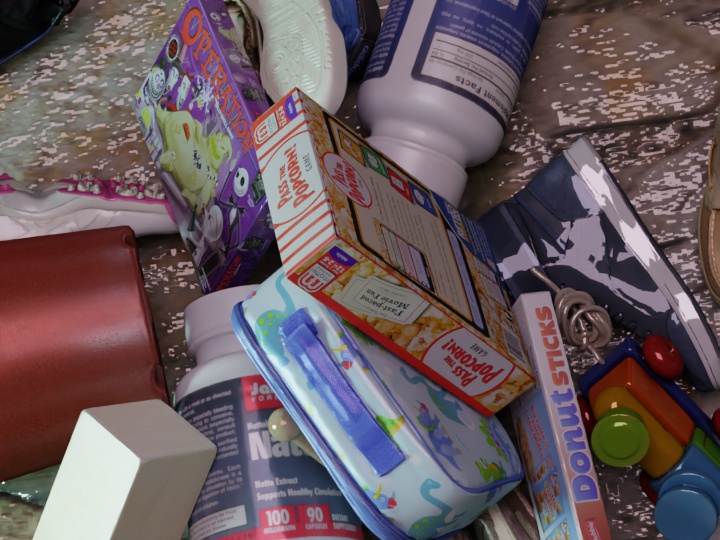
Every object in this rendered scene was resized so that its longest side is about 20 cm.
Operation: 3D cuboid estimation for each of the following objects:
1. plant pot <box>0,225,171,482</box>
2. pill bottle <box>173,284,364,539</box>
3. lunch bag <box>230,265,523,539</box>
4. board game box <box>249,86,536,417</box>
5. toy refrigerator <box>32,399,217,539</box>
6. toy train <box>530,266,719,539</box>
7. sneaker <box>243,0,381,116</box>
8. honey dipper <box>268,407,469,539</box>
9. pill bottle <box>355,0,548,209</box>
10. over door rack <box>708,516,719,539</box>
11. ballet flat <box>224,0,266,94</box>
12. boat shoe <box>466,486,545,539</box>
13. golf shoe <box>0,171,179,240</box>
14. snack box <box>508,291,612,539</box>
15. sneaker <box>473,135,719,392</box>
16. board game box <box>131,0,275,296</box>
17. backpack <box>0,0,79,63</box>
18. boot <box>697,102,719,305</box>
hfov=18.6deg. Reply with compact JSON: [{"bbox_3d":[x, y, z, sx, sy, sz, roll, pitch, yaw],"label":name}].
[{"bbox_3d":[-0.240,0.059,1.547,0.195,0.201,0.201,-13,70,-5],"label":"plant pot"},{"bbox_3d":[-0.068,0.118,1.531,0.119,0.120,0.200,-11,71,4],"label":"pill bottle"},{"bbox_3d":[0.009,0.081,1.430,0.082,0.161,0.200,-40,78,15],"label":"lunch bag"},{"bbox_3d":[0.022,-0.012,1.433,0.046,0.200,0.152,-38,39,20],"label":"board game box"},{"bbox_3d":[-0.177,0.188,1.491,0.070,0.076,0.200,37,115,31],"label":"toy refrigerator"},{"bbox_3d":[0.172,0.091,1.473,0.200,0.116,0.085,46,111,-6],"label":"toy train"},{"bbox_3d":[-0.022,-0.163,1.606,0.077,0.111,0.200,-48,40,20],"label":"sneaker"},{"bbox_3d":[0.005,0.147,1.478,0.038,0.200,0.038,-24,45,27],"label":"honey dipper"},{"bbox_3d":[0.062,-0.144,1.607,0.111,0.111,0.200,16,75,13],"label":"pill bottle"},{"bbox_3d":[0.281,0.264,1.464,0.147,0.067,0.200,15,74,13],"label":"over door rack"},{"bbox_3d":[-0.100,-0.115,1.645,0.067,0.062,0.200,-5,71,7],"label":"ballet flat"},{"bbox_3d":[0.133,0.201,1.508,0.075,0.075,0.203,-26,78,-10],"label":"boat shoe"},{"bbox_3d":[-0.225,-0.026,1.638,0.200,0.075,0.092,1,102,2],"label":"golf shoe"},{"bbox_3d":[0.128,0.119,1.464,0.024,0.072,0.200,-5,68,-17],"label":"snack box"},{"bbox_3d":[0.157,0.028,1.559,0.146,0.077,0.202,-35,79,4],"label":"sneaker"},{"bbox_3d":[-0.105,-0.091,1.580,0.120,0.032,0.200,-53,45,33],"label":"board game box"},{"bbox_3d":[-0.344,-0.229,1.649,0.200,0.191,0.154,-36,55,-5],"label":"backpack"},{"bbox_3d":[0.277,-0.083,1.533,0.073,0.155,0.200,10,73,11],"label":"boot"}]
